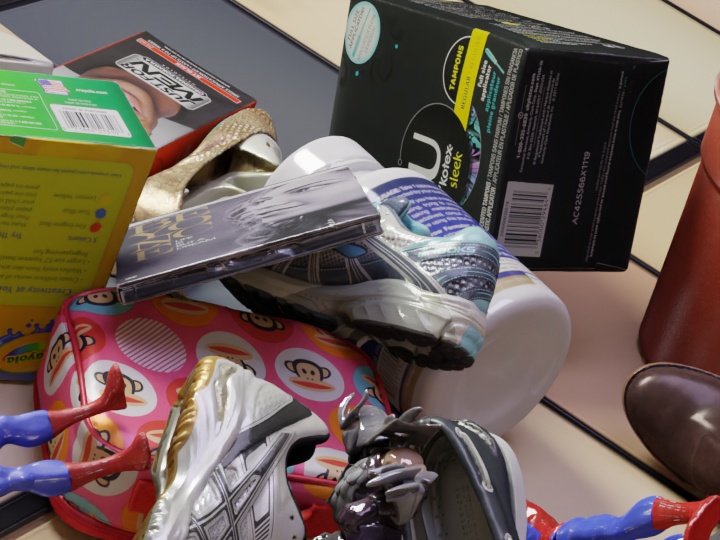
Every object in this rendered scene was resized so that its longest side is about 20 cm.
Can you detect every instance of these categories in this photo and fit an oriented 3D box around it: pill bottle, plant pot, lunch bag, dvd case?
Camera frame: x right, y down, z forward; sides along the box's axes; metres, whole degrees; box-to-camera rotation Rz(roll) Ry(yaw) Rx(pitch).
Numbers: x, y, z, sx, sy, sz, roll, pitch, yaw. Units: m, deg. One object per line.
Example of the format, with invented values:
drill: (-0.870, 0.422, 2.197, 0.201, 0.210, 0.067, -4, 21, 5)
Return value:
pill bottle: (0.026, 0.008, 1.578, 0.119, 0.120, 0.200, -6, 40, -43)
plant pot: (0.292, -0.007, 1.722, 0.199, 0.196, 0.201, 18, 28, -10)
lunch bag: (-0.074, 0.095, 1.390, 0.199, 0.082, 0.177, 12, 30, -21)
dvd case: (-0.068, -0.024, 1.456, 0.148, 0.016, 0.200, -16, 10, -3)

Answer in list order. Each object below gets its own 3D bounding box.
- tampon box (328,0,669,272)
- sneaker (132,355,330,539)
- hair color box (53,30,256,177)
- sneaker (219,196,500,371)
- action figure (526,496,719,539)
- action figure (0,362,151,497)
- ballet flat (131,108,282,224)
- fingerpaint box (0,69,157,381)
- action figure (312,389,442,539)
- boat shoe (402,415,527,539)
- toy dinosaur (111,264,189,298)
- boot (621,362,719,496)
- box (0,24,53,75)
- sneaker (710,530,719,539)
tampon box: (0.084, -0.094, 1.706, 0.126, 0.151, 0.200, 2, 13, -36)
sneaker: (-0.070, 0.139, 1.258, 0.087, 0.076, 0.201, 24, 60, -10)
hair color box: (-0.162, -0.088, 1.667, 0.101, 0.062, 0.200, 31, 29, 14)
sneaker: (0.000, 0.000, 1.492, 0.199, 0.087, 0.078, 13, -21, 35)
action figure: (0.112, 0.168, 1.358, 0.065, 0.199, 0.099, 46, 63, -25)
action figure: (-0.206, 0.087, 1.244, 0.199, 0.099, 0.066, -18, 60, -13)
ballet flat: (-0.089, -0.050, 1.642, 0.065, 0.071, 0.200, 10, 30, 26)
fingerpaint box: (-0.235, -0.027, 1.389, 0.199, 0.168, 0.073, 3, 35, -32)
action figure: (0.007, 0.152, 1.264, 0.069, 0.130, 0.201, -2, 64, -10)
boat shoe: (0.057, 0.171, 1.300, 0.060, 0.075, 0.201, 27, 41, -53)
toy dinosaur: (-0.193, -0.022, 1.529, 0.199, 0.061, 0.106, 27, 26, 6)
boot: (0.244, 0.118, 1.538, 0.199, 0.073, 0.166, 36, 0, 9)
box: (-0.260, -0.111, 1.543, 0.077, 0.096, 0.200, 5, 17, -28)
sneaker: (0.199, 0.207, 1.409, 0.082, 0.075, 0.200, 50, 43, 3)
